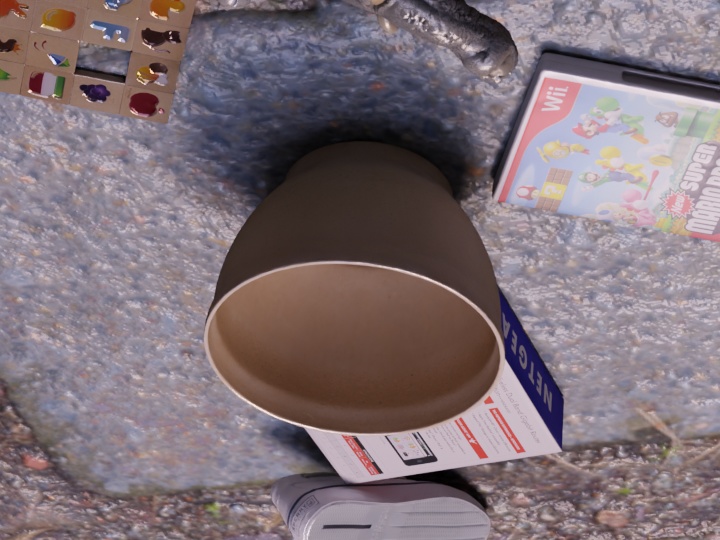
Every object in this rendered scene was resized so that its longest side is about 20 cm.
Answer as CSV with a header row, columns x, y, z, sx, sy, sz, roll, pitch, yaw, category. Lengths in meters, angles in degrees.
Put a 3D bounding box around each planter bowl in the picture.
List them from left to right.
x,y,z,sx,sy,sz,roll,pitch,yaw,category
0.000,0.000,1.755,0.198,0.136,0.201,3,144,2,planter bowl

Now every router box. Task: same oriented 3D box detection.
x,y,z,sx,sy,sz,roll,pitch,yaw,category
0.035,0.076,1.927,0.178,0.049,0.200,-10,141,20,router box

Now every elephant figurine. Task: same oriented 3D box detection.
x,y,z,sx,sy,sz,roll,pitch,yaw,category
-0.010,-0.200,1.502,0.199,0.156,0.141,3,-170,-42,elephant figurine

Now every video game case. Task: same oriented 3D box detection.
x,y,z,sx,sy,sz,roll,pitch,yaw,category
0.198,-0.075,1.726,0.198,0.018,0.143,10,144,-6,video game case

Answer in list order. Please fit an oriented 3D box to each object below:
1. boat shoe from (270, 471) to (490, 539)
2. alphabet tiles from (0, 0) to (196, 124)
x,y,z,sx,sy,sz,roll,pitch,yaw,category
0.017,0.184,2.067,0.199,0.067,0.074,14,111,-43,boat shoe
-0.188,-0.171,1.657,0.166,0.008,0.201,11,143,-7,alphabet tiles
